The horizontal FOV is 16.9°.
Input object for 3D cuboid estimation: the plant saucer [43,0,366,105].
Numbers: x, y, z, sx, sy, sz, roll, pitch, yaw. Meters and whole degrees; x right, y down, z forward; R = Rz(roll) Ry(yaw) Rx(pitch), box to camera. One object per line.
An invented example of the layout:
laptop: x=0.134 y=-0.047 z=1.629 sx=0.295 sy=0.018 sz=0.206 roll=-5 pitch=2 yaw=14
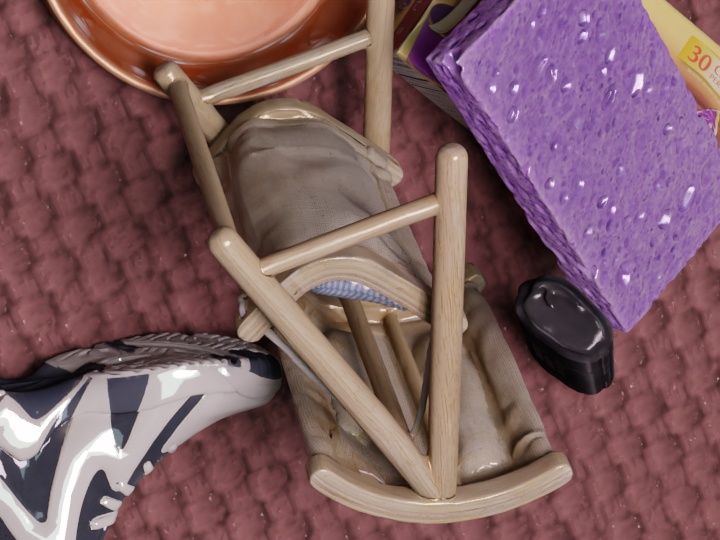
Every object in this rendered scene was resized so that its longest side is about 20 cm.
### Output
plant saucer: x=-0.077 y=-0.186 z=1.243 sx=0.200 sy=0.032 sz=0.201 roll=-4 pitch=101 yaw=-20

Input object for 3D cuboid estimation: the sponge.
sponge: x=0.119 y=-0.073 z=1.239 sx=0.112 sy=0.030 sz=0.200 roll=-49 pitch=127 yaw=-19

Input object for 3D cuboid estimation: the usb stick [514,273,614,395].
usb stick: x=0.109 y=0.036 z=1.263 sx=0.055 sy=0.200 sz=0.033 roll=37 pitch=87 yaw=10

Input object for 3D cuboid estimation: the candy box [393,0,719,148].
candy box: x=0.114 y=-0.110 z=1.314 sx=0.200 sy=0.056 sz=0.117 roll=37 pitch=85 yaw=-23

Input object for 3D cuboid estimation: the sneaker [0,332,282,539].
sneaker: x=-0.133 y=0.110 z=1.248 sx=0.199 sy=0.079 sz=0.130 roll=-12 pitch=104 yaw=-18

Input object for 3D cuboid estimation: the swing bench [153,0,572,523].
swing bench: x=0.000 y=0.000 z=1.193 sx=0.130 sy=0.199 sz=0.200 roll=-20 pitch=121 yaw=-1
